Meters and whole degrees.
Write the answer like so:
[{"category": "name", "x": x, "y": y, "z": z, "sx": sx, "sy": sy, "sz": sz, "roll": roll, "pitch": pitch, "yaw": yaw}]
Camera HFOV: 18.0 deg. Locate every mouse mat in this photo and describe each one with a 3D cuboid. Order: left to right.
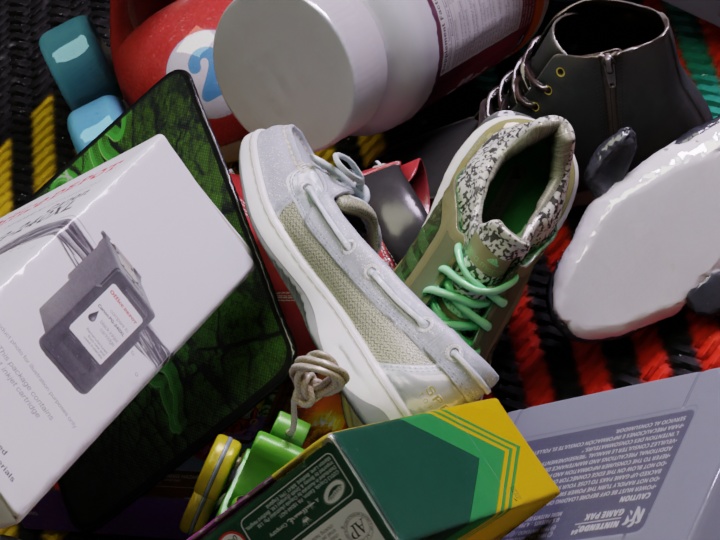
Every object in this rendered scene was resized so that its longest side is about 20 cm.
[{"category": "mouse mat", "x": -0.116, "y": 0.013, "z": 1.154, "sx": 0.161, "sy": 0.008, "sz": 0.200, "roll": -39, "pitch": 53, "yaw": 24}]

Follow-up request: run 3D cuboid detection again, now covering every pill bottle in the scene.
[{"category": "pill bottle", "x": 0.013, "y": -0.138, "z": 1.244, "sx": 0.109, "sy": 0.110, "sz": 0.200, "roll": 8, "pitch": 27, "yaw": 33}]

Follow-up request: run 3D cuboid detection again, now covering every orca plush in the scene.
[{"category": "orca plush", "x": 0.164, "y": -0.045, "z": 1.155, "sx": 0.200, "sy": 0.105, "sz": 0.071, "roll": -60, "pitch": 7, "yaw": -2}]

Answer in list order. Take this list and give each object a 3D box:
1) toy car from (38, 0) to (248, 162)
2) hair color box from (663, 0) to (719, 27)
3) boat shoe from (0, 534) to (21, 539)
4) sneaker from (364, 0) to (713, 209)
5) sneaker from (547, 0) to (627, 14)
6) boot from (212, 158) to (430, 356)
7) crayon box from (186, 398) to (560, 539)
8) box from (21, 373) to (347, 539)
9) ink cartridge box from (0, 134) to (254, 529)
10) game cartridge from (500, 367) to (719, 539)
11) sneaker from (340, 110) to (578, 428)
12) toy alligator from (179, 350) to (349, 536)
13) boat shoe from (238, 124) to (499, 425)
[{"category": "toy car", "x": -0.117, "y": -0.178, "z": 1.333, "sx": 0.184, "sy": 0.200, "sz": 0.177, "roll": -26, "pitch": 42, "yaw": 1}, {"category": "hair color box", "x": 0.153, "y": -0.215, "z": 1.259, "sx": 0.200, "sy": 0.061, "sz": 0.099, "roll": 24, "pitch": 54, "yaw": -2}, {"category": "boat shoe", "x": -0.124, "y": 0.145, "z": 1.025, "sx": 0.073, "sy": 0.200, "sz": 0.063, "roll": -38, "pitch": 76, "yaw": 7}, {"category": "sneaker", "x": 0.082, "y": -0.085, "z": 1.209, "sx": 0.200, "sy": 0.106, "sz": 0.075, "roll": -12, "pitch": 44, "yaw": 16}, {"category": "sneaker", "x": 0.093, "y": -0.204, "z": 1.352, "sx": 0.200, "sy": 0.075, "sz": 0.087, "roll": 8, "pitch": 47, "yaw": 31}, {"category": "boot", "x": -0.047, "y": -0.034, "z": 1.205, "sx": 0.144, "sy": 0.072, "sz": 0.200, "roll": -33, "pitch": 47, "yaw": -15}, {"category": "crayon box", "x": -0.033, "y": 0.138, "z": 0.954, "sx": 0.200, "sy": 0.172, "sz": 0.058, "roll": -39, "pitch": 75, "yaw": 21}, {"category": "box", "x": -0.074, "y": 0.075, "z": 1.180, "sx": 0.200, "sy": 0.039, "sz": 0.137, "roll": 0, "pitch": 47, "yaw": 27}, {"category": "ink cartridge box", "x": -0.162, "y": 0.038, "z": 1.039, "sx": 0.145, "sy": 0.083, "sz": 0.200, "roll": -23, "pitch": 19, "yaw": 42}, {"category": "game cartridge", "x": 0.096, "y": 0.112, "z": 1.008, "sx": 0.200, "sy": 0.041, "sz": 0.133, "roll": -17, "pitch": 32, "yaw": 51}, {"category": "sneaker", "x": 0.050, "y": 0.003, "z": 1.093, "sx": 0.077, "sy": 0.089, "sz": 0.200, "roll": 25, "pitch": 75, "yaw": -3}, {"category": "toy alligator", "x": -0.047, "y": 0.106, "z": 1.037, "sx": 0.059, "sy": 0.200, "sz": 0.054, "roll": 24, "pitch": 56, "yaw": 0}, {"category": "boat shoe", "x": 0.000, "y": 0.000, "z": 1.064, "sx": 0.065, "sy": 0.074, "sz": 0.202, "roll": -32, "pitch": 46, "yaw": 4}]
